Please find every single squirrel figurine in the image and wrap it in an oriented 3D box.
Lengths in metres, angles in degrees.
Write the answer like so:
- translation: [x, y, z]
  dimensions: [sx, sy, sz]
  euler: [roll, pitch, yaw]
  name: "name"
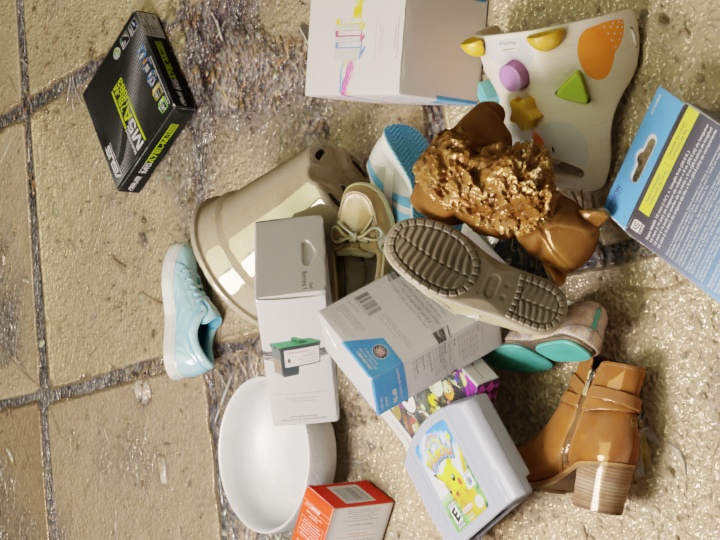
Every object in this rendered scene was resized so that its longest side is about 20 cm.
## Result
- translation: [0.151, -0.068, 1.487]
  dimensions: [0.186, 0.200, 0.142]
  euler: [40, 98, 12]
  name: "squirrel figurine"

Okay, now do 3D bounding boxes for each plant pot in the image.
- translation: [-0.076, -0.055, 1.826]
  dimensions: [0.183, 0.200, 0.201]
  euler: [-36, 61, 30]
  name: "plant pot"

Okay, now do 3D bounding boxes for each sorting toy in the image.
- translation: [0.200, -0.173, 1.579]
  dimensions: [0.199, 0.107, 0.181]
  euler: [3, 110, 50]
  name: "sorting toy"

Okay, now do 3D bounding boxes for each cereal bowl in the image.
- translation: [-0.095, 0.234, 1.900]
  dimensions: [0.200, 0.083, 0.201]
  euler: [-3, 86, 49]
  name: "cereal bowl"

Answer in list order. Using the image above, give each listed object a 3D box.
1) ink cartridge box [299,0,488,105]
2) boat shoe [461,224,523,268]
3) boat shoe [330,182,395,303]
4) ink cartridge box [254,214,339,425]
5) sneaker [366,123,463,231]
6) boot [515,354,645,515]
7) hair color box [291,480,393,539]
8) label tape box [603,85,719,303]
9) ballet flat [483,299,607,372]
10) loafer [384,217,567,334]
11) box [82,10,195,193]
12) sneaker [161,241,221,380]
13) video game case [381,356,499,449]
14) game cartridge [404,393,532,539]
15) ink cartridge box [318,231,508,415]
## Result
- translation: [0.031, -0.261, 1.736]
  dimensions: [0.199, 0.128, 0.126]
  euler: [7, 94, 50]
  name: "ink cartridge box"
- translation: [0.146, -0.012, 1.647]
  dimensions: [0.073, 0.061, 0.201]
  euler: [49, 124, 59]
  name: "boat shoe"
- translation: [-0.002, 0.001, 1.704]
  dimensions: [0.073, 0.063, 0.202]
  euler: [8, 100, 21]
  name: "boat shoe"
- translation: [-0.073, 0.057, 1.713]
  dimensions: [0.146, 0.084, 0.201]
  euler: [-95, 0, -51]
  name: "ink cartridge box"
- translation: [0.065, -0.072, 1.740]
  dimensions: [0.081, 0.076, 0.201]
  euler: [-55, 45, 47]
  name: "sneaker"
- translation: [0.215, 0.159, 1.549]
  dimensions: [0.200, 0.076, 0.156]
  euler: [9, 88, 60]
  name: "boot"
- translation: [-0.038, 0.361, 1.814]
  dimensions: [0.061, 0.101, 0.201]
  euler: [32, 112, 45]
  name: "hair color box"
- translation: [0.339, -0.068, 1.416]
  dimensions: [0.200, 0.066, 0.144]
  euler: [45, 121, 44]
  name: "label tape box"
- translation: [0.200, 0.067, 1.573]
  dimensions: [0.200, 0.068, 0.068]
  euler: [-13, 49, 61]
  name: "ballet flat"
- translation: [0.113, 0.015, 1.503]
  dimensions: [0.199, 0.068, 0.076]
  euler: [29, 75, 12]
  name: "loafer"
- translation: [-0.338, -0.254, 2.233]
  dimensions: [0.193, 0.047, 0.201]
  euler: [-46, 55, 35]
  name: "box"
- translation: [-0.231, 0.054, 2.093]
  dimensions: [0.081, 0.074, 0.201]
  euler: [-9, 75, 19]
  name: "sneaker"
- translation: [0.082, 0.139, 1.678]
  dimensions: [0.181, 0.036, 0.201]
  euler: [50, 146, 38]
  name: "video game case"
- translation: [0.110, 0.216, 1.596]
  dimensions: [0.134, 0.040, 0.200]
  euler: [65, 152, 20]
  name: "game cartridge"
- translation: [0.070, 0.053, 1.575]
  dimensions: [0.116, 0.199, 0.068]
  euler: [50, 160, 39]
  name: "ink cartridge box"
